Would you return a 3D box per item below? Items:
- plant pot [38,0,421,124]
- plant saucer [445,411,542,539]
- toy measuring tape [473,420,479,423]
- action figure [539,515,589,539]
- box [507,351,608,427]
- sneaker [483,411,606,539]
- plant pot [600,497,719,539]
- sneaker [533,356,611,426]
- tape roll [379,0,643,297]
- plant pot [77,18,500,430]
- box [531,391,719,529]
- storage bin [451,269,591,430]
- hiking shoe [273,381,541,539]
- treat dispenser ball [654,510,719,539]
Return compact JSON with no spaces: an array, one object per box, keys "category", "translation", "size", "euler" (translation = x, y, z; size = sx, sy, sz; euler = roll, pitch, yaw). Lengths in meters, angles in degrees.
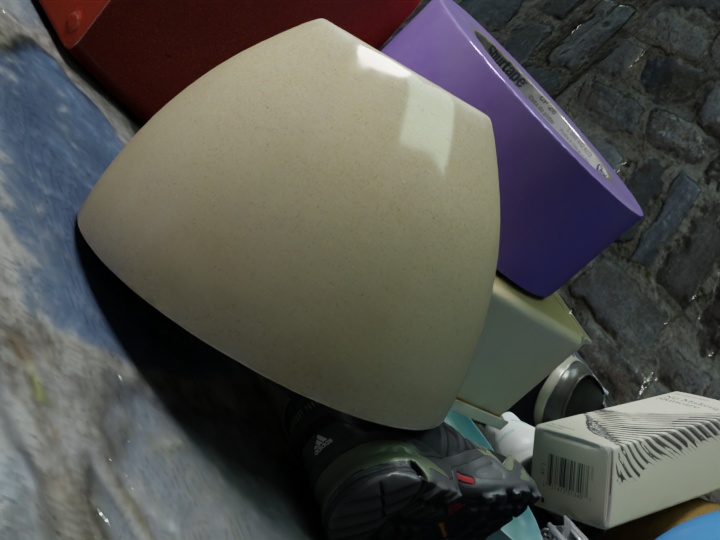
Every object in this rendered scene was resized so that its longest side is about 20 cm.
[{"category":"plant pot","translation":[-0.115,-0.206,0.783],"size":[0.176,0.200,0.200],"euler":[21,29,-51]},{"category":"plant saucer","translation":[0.052,0.116,0.783],"size":[0.200,0.027,0.200],"euler":[48,9,-11]},{"category":"toy measuring tape","translation":[0.080,0.036,1.001],"size":[0.074,0.073,0.200],"euler":[-31,108,-81]},{"category":"action figure","translation":[0.184,0.240,0.825],"size":[0.200,0.069,0.130],"euler":[29,30,-58]},{"category":"box","translation":[0.132,0.061,1.156],"size":[0.148,0.107,0.200],"euler":[43,11,-44]},{"category":"sneaker","translation":[0.180,0.182,1.022],"size":[0.200,0.070,0.080],"euler":[42,9,-41]},{"category":"plant pot","translation":[0.298,0.273,0.959],"size":[0.200,0.186,0.186],"euler":[37,3,23]},{"category":"sneaker","translation":[0.231,0.154,1.059],"size":[0.106,0.075,0.200],"euler":[28,-18,35]},{"category":"tape roll","translation":[0.092,-0.084,0.772],"size":[0.200,0.085,0.200],"euler":[43,17,-17]},{"category":"plant pot","translation":[-0.012,-0.037,0.543],"size":[0.200,0.135,0.200],"euler":[30,9,-5]},{"category":"box","translation":[0.233,0.152,0.945],"size":[0.200,0.068,0.082],"euler":[-6,12,-43]},{"category":"storage bin","translation":[0.033,-0.015,0.779],"size":[0.200,0.094,0.199],"euler":[26,26,-50]},{"category":"hiking shoe","translation":[0.027,0.091,0.592],"size":[0.101,0.076,0.200],"euler":[59,12,27]},{"category":"treat dispenser ball","translation":[0.217,0.224,0.597],"size":[0.201,0.201,0.201],"euler":[49,9,-10]}]
